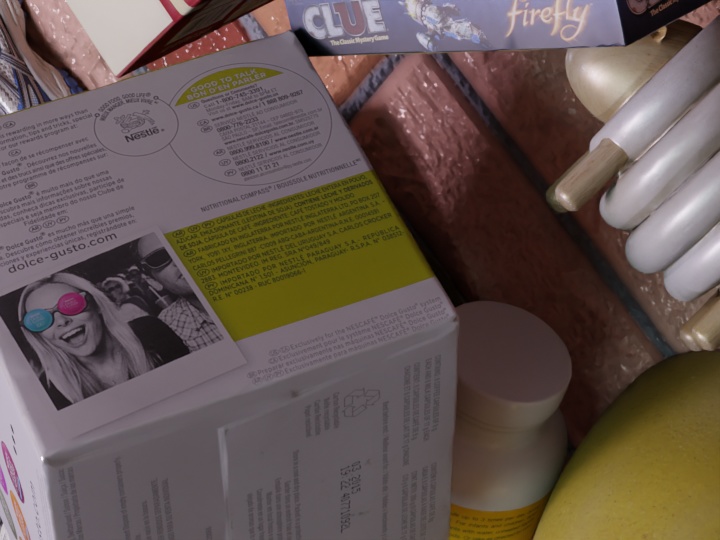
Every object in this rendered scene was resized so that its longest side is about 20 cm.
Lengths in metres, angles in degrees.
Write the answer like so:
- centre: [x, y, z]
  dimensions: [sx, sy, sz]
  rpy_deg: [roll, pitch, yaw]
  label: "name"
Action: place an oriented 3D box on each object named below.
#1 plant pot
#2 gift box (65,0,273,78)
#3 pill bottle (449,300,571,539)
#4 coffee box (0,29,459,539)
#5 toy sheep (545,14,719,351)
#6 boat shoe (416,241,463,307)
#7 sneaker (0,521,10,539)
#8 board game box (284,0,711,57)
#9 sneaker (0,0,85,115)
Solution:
- centre: [0.160, 0.159, 1.300]
  dimensions: [0.199, 0.142, 0.201]
  rpy_deg: [21, 124, 35]
  label: "plant pot"
- centre: [-0.097, -0.225, 1.317]
  dimensions: [0.200, 0.184, 0.187]
  rpy_deg: [-34, 88, 41]
  label: "gift box"
- centre: [0.047, 0.113, 1.379]
  dimensions: [0.104, 0.104, 0.201]
  rpy_deg: [40, 134, 22]
  label: "pill bottle"
- centre: [-0.084, 0.041, 1.239]
  dimensions: [0.200, 0.199, 0.198]
  rpy_deg: [91, 155, -51]
  label: "coffee box"
- centre: [0.172, -0.040, 1.195]
  dimensions: [0.200, 0.138, 0.138]
  rpy_deg: [46, 137, -2]
  label: "toy sheep"
- centre: [-0.001, 0.000, 1.433]
  dimensions: [0.201, 0.072, 0.066]
  rpy_deg: [55, 176, -14]
  label: "boat shoe"
- centre: [-0.211, 0.164, 1.700]
  dimensions: [0.087, 0.075, 0.201]
  rpy_deg: [10, 117, 41]
  label: "sneaker"
- centre: [0.080, -0.139, 1.225]
  dimensions: [0.199, 0.135, 0.035]
  rpy_deg: [3, 113, 43]
  label: "board game box"
- centre: [-0.241, -0.127, 1.580]
  dimensions: [0.200, 0.085, 0.077]
  rpy_deg: [49, 136, 14]
  label: "sneaker"
